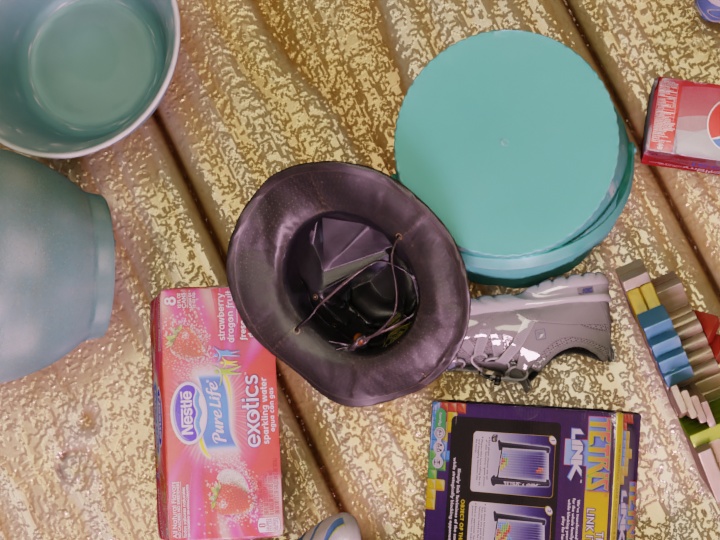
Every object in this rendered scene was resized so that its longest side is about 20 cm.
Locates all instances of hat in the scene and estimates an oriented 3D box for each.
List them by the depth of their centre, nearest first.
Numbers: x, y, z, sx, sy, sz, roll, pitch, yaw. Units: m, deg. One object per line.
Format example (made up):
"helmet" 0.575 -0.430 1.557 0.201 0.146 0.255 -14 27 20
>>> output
"hat" 0.000 0.000 1.285 0.198 0.081 0.203 6 110 17

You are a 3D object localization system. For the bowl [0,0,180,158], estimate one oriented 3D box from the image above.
"bowl" -0.238 -0.185 1.388 0.198 0.105 0.204 -1 84 6

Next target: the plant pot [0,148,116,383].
"plant pot" -0.275 -0.003 1.343 0.133 0.200 0.203 1 83 -20

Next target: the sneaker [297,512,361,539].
"sneaker" -0.082 0.259 1.288 0.104 0.076 0.201 21 118 -26

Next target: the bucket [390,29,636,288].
"bucket" 0.120 -0.089 1.316 0.204 0.135 0.210 -1 84 9

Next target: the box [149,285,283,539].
"box" -0.119 0.117 1.331 0.094 0.100 0.203 -1 84 -13

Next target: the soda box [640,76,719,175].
"soda box" 0.329 -0.107 1.324 0.197 0.070 0.064 9 86 7

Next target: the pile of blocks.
"pile of blocks" 0.270 0.078 1.306 0.062 0.082 0.202 -23 81 4

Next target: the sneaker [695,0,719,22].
"sneaker" 0.357 -0.259 1.341 0.198 0.077 0.076 -20 78 -13

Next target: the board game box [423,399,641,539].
"board game box" 0.132 0.207 1.295 0.164 0.057 0.203 2 84 30

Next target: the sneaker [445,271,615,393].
"sneaker" 0.113 0.062 1.330 0.198 0.075 0.083 -15 80 5
